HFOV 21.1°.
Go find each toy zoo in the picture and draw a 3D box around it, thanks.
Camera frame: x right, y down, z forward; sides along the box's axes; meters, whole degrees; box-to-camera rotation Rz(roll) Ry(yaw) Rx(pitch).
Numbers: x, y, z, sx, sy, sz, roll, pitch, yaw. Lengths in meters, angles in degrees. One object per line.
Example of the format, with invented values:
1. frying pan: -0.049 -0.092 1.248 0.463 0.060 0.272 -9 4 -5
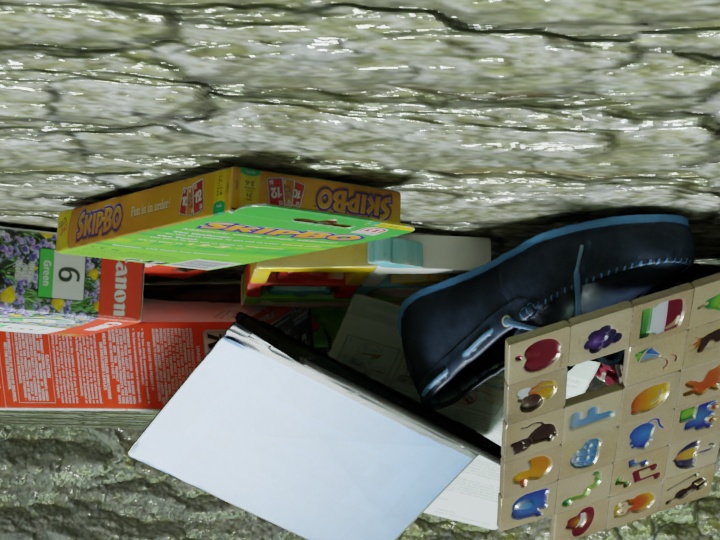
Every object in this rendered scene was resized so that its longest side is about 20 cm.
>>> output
1. toy zoo: 0.000 0.000 1.110 0.130 0.021 0.200 1 172 -6

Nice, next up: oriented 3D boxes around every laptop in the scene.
1. laptop: -0.012 0.119 1.143 0.186 0.117 0.200 27 179 -22

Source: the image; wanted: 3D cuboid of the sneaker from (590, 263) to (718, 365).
1. sneaker: 0.203 0.041 1.081 0.198 0.074 0.080 2 128 13

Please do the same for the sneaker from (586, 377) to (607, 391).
1. sneaker: 0.095 0.067 1.299 0.198 0.076 0.114 11 151 -18

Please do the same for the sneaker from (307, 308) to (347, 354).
1. sneaker: -0.040 0.066 1.382 0.076 0.085 0.200 3 172 -13

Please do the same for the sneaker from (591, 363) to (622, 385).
1. sneaker: 0.230 0.042 1.157 0.198 0.082 0.075 0 174 15

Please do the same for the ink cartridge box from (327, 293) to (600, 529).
1. ink cartridge box: 0.044 0.080 1.219 0.159 0.048 0.201 15 138 -8

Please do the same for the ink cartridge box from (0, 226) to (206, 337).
1. ink cartridge box: -0.178 0.010 1.139 0.198 0.051 0.109 6 171 -27

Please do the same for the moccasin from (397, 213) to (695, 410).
1. moccasin: 0.102 0.026 1.022 0.080 0.069 0.199 8 157 -35

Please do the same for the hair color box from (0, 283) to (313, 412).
1. hair color box: -0.141 0.049 1.263 0.198 0.065 0.111 0 -168 19

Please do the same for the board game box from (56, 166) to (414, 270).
1. board game box: -0.065 -0.024 0.954 0.095 0.030 0.199 7 174 -34

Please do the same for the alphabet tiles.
1. alphabet tiles: 0.151 0.076 1.027 0.166 0.008 0.201 -16 141 -12
